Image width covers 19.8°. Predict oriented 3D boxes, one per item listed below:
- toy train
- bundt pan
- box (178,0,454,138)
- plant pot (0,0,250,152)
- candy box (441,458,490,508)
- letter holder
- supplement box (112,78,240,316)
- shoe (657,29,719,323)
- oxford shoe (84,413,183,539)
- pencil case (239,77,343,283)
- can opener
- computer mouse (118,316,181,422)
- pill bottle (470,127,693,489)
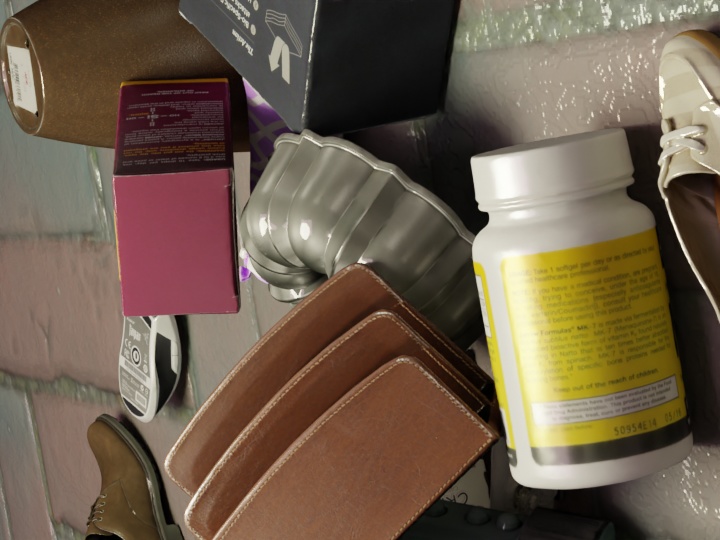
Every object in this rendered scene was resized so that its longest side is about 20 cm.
[{"bbox_3d":[0.083,0.207,1.367,0.199,0.085,0.115,9,115,22],"label":"toy train"},{"bbox_3d":[0.000,0.000,1.403,0.201,0.076,0.202,32,160,13],"label":"bundt pan"},{"bbox_3d":[-0.029,-0.229,1.423,0.197,0.117,0.201,48,140,43],"label":"box"},{"bbox_3d":[-0.179,-0.170,1.643,0.187,0.199,0.188,36,132,52],"label":"plant pot"},{"bbox_3d":[0.023,0.171,1.471,0.061,0.136,0.201,169,88,-73],"label":"candy box"},{"bbox_3d":[-0.027,0.112,1.298,0.142,0.200,0.101,43,-166,-4],"label":"letter holder"},{"bbox_3d":[-0.134,-0.057,1.501,0.200,0.085,0.111,-101,9,-66],"label":"supplement box"},{"bbox_3d":[0.203,-0.039,1.136,0.070,0.053,0.201,-38,68,60],"label":"shoe"},{"bbox_3d":[-0.242,0.235,2.064,0.201,0.084,0.073,65,152,25],"label":"oxford shoe"},{"bbox_3d":[-0.053,-0.085,1.566,0.084,0.085,0.201,-74,-15,-70],"label":"pencil case"},{"bbox_3d":[0.106,0.088,1.375,0.066,0.052,0.201,40,135,50],"label":"can opener"},{"bbox_3d":[-0.192,0.045,1.935,0.110,0.044,0.201,33,124,47],"label":"computer mouse"},{"bbox_3d":[0.129,0.022,1.237,0.114,0.114,0.201,0,102,62],"label":"pill bottle"}]
